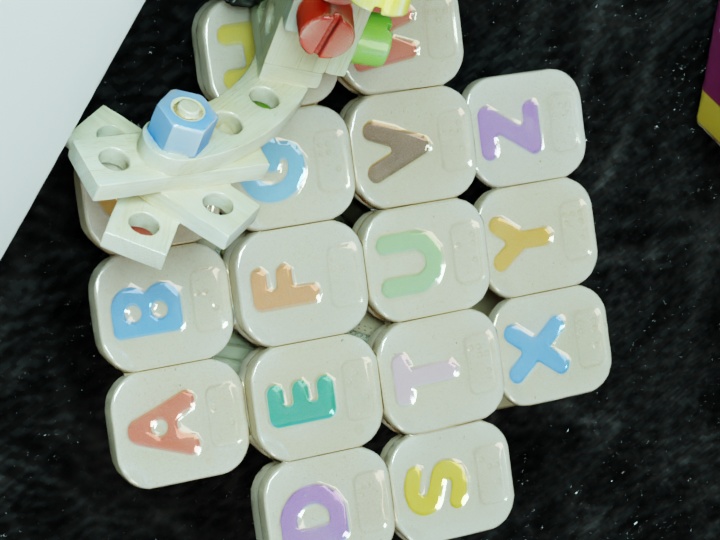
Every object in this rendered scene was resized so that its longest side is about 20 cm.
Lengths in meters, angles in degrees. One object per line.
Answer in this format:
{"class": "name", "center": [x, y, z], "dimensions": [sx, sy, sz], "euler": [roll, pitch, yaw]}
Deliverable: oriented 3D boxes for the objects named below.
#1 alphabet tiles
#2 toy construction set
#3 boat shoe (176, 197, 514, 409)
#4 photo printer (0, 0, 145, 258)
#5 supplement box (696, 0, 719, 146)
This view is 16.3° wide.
{"class": "alphabet tiles", "center": [0.000, 0.000, 0.869], "dimensions": [0.196, 0.015, 0.200], "euler": [-9, 96, -25]}
{"class": "toy construction set", "center": [-0.012, -0.088, 0.768], "dimensions": [0.092, 0.131, 0.200], "euler": [20, 129, -27]}
{"class": "boat shoe", "center": [0.007, 0.004, 0.915], "dimensions": [0.200, 0.072, 0.065], "euler": [6, 122, -29]}
{"class": "photo printer", "center": [-0.148, -0.088, 0.738], "dimensions": [0.166, 0.069, 0.200], "euler": [17, 114, -38]}
{"class": "supplement box", "center": [0.216, -0.122, 0.919], "dimensions": [0.131, 0.103, 0.200], "euler": [-13, 130, -22]}
